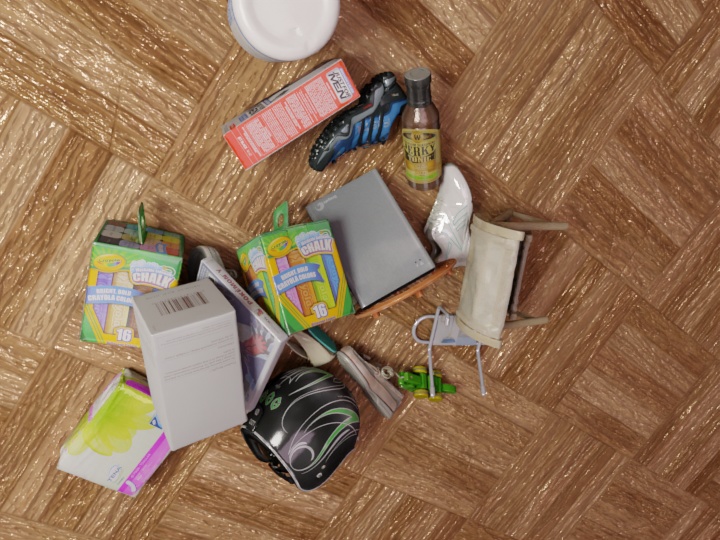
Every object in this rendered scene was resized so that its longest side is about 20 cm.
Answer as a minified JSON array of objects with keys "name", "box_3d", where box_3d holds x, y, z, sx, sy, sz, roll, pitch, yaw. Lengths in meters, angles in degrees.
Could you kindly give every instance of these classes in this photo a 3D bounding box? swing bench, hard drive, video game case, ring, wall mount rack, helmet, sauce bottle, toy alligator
[{"name":"swing bench","box_3d":[0.255,0.004,0.938,0.199,0.129,0.200,-12,116,-46]},{"name":"hard drive","box_3d":[0.015,-0.054,0.880,0.139,0.033,0.201,-29,77,-4]},{"name":"video game case","box_3d":[-0.208,0.107,0.834,0.023,0.182,0.201,-29,156,-47]},{"name":"ring","box_3d":[0.079,0.035,0.906,0.200,0.200,0.019,-30,94,-4]},{"name":"wall mount rack","box_3d":[0.200,0.159,1.053,0.199,0.075,0.175,3,109,-17]},{"name":"helmet","box_3d":[-0.096,0.270,0.945,0.191,0.199,0.201,-41,119,-30]},{"name":"sauce bottle","box_3d":[0.097,-0.224,0.851,0.064,0.065,0.201,-21,135,-8]},{"name":"toy alligator","box_3d":[0.107,0.226,1.059,0.199,0.060,0.054,20,146,-30]}]

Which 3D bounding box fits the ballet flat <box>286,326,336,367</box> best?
[{"name":"ballet flat","box_3d":[-0.119,0.102,0.946,0.069,0.069,0.200,-37,116,-1]}]

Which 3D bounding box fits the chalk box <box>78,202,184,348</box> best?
[{"name":"chalk box","box_3d":[-0.341,0.000,0.805,0.123,0.124,0.201,12,107,-20]}]

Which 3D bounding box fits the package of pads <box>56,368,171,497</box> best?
[{"name":"package of pads","box_3d":[-0.409,0.286,0.922,0.154,0.068,0.200,35,96,-25]}]

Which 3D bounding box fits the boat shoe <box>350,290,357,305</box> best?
[{"name":"boat shoe","box_3d":[-0.001,0.000,0.936,0.201,0.072,0.066,-46,121,8]}]

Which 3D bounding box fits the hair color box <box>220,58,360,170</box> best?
[{"name":"hair color box","box_3d":[-0.110,-0.238,0.792,0.199,0.111,0.064,-33,116,-3]}]

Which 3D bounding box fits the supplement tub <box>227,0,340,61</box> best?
[{"name":"supplement tub","box_3d":[-0.109,-0.348,0.702,0.131,0.200,0.133,-6,111,-15]}]

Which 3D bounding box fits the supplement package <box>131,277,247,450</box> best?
[{"name":"supplement package","box_3d":[-0.246,0.133,0.764,0.116,0.117,0.201,-15,121,-31]}]

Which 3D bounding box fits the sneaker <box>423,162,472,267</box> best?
[{"name":"sneaker","box_3d":[0.157,-0.092,0.950,0.080,0.070,0.202,-12,113,-9]}]

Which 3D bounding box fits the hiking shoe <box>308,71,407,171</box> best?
[{"name":"hiking shoe","box_3d":[0.003,-0.224,0.851,0.200,0.074,0.087,-45,115,3]}]

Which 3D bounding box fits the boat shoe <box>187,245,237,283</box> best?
[{"name":"boat shoe","box_3d":[-0.233,0.047,0.891,0.065,0.074,0.203,-37,120,-45]}]

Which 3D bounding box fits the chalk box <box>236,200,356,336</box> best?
[{"name":"chalk box","box_3d":[-0.112,-0.005,0.838,0.123,0.125,0.201,-16,88,-31]}]

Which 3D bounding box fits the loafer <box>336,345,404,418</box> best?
[{"name":"loafer","box_3d":[0.022,0.207,1.030,0.063,0.072,0.200,-43,123,-17]}]
